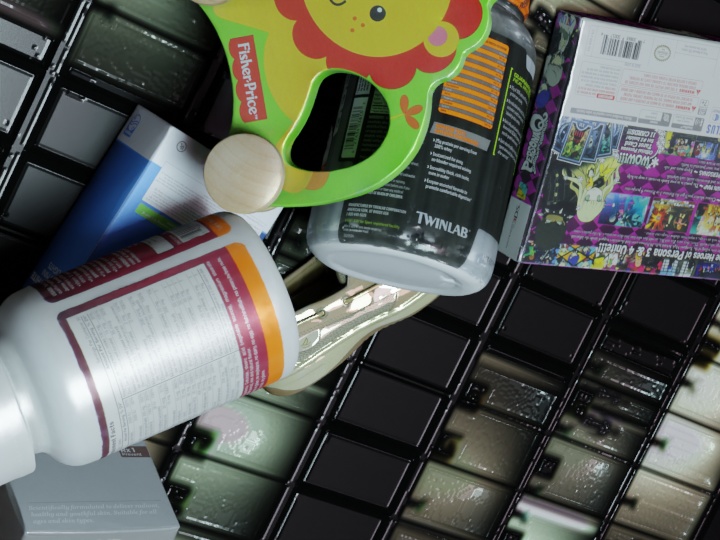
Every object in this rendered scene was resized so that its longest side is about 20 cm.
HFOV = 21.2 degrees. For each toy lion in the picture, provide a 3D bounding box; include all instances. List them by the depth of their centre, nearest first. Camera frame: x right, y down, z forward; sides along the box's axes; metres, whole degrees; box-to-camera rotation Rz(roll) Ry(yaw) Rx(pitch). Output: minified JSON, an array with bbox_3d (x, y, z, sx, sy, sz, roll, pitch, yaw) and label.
[{"bbox_3d":[-0.007,-0.143,1.145,0.191,0.069,0.201,-8,91,7],"label":"toy lion"}]

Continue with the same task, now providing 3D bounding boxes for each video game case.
[{"bbox_3d":[0.208,-0.088,1.407,0.200,0.036,0.182,4,107,-32],"label":"video game case"}]

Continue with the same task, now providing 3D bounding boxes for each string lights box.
[{"bbox_3d":[-0.146,0.009,1.217,0.103,0.059,0.200,33,90,-35],"label":"string lights box"}]

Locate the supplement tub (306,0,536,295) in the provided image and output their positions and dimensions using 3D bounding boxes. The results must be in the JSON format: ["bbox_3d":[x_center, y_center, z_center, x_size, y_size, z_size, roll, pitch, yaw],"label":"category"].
[{"bbox_3d":[0.043,-0.093,1.229,0.122,0.122,0.201,21,76,-35],"label":"supplement tub"}]

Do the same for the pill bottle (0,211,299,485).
[{"bbox_3d":[-0.145,0.048,1.130,0.200,0.110,0.110,-23,119,-20],"label":"pill bottle"}]

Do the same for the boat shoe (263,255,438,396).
[{"bbox_3d":[0.000,0.000,1.297,0.200,0.072,0.065,-38,125,-7],"label":"boat shoe"}]

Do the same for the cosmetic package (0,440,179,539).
[{"bbox_3d":[-0.197,0.203,1.213,0.107,0.090,0.200,0,131,-29],"label":"cosmetic package"}]
